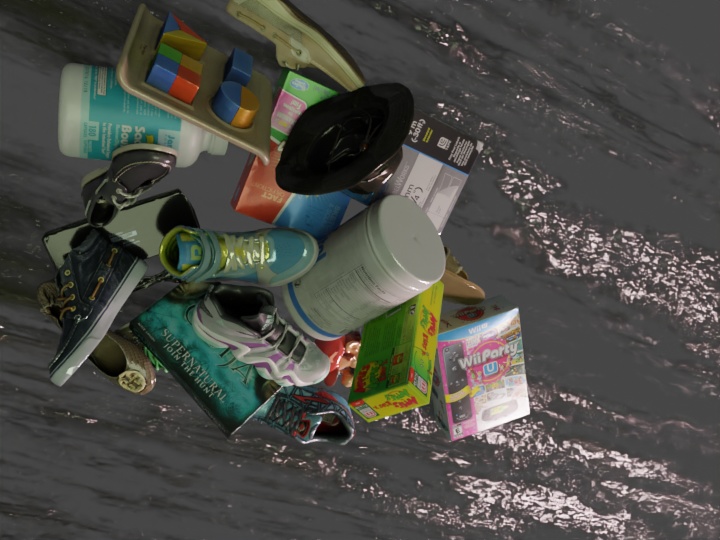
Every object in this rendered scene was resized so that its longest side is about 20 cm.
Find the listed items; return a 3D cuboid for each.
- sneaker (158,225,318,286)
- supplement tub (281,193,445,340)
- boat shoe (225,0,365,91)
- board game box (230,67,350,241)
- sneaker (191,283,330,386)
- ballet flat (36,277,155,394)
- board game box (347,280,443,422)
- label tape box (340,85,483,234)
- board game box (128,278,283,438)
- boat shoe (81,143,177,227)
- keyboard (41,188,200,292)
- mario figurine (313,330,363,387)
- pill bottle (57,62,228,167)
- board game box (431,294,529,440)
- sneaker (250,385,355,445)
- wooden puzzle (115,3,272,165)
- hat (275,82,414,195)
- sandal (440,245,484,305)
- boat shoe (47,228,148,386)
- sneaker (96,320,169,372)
[{"bbox_3d":[-0.160,-0.019,0.968,0.198,0.130,0.080,-6,85,15],"label":"sneaker"},{"bbox_3d":[0.000,0.000,1.027,0.132,0.133,0.199,38,130,-25],"label":"supplement tub"},{"bbox_3d":[-0.081,-0.290,0.979,0.199,0.072,0.065,39,107,-8],"label":"boat shoe"},{"bbox_3d":[-0.072,-0.153,1.058,0.152,0.040,0.202,18,103,-23],"label":"board game box"},{"bbox_3d":[-0.116,0.078,0.983,0.198,0.140,0.078,24,59,-11],"label":"sneaker"},{"bbox_3d":[-0.352,0.093,1.013,0.067,0.046,0.200,-38,99,16],"label":"ballet flat"},{"bbox_3d":[0.051,0.096,1.035,0.101,0.201,0.048,-25,126,34],"label":"board game box"},{"bbox_3d":[0.051,-0.149,1.046,0.199,0.063,0.145,19,102,-32],"label":"label tape box"},{"bbox_3d":[-0.195,0.106,1.038,0.200,0.028,0.135,47,58,3],"label":"board game box"},{"bbox_3d":[-0.280,-0.100,0.930,0.072,0.199,0.063,10,72,-41],"label":"boat shoe"},{"bbox_3d":[-0.312,-0.025,1.041,0.198,0.021,0.128,-19,111,-9],"label":"keyboard"},{"bbox_3d":[0.014,0.134,1.147,0.198,0.106,0.124,-8,139,-25],"label":"mario figurine"},{"bbox_3d":[-0.264,-0.187,0.946,0.198,0.111,0.112,3,108,-18],"label":"pill bottle"},{"bbox_3d":[0.187,0.158,1.242,0.146,0.064,0.202,-17,113,-12],"label":"board game box"},{"bbox_3d":[-0.093,0.211,1.153,0.198,0.096,0.080,16,103,-22],"label":"sneaker"},{"bbox_3d":[-0.182,-0.232,0.916,0.199,0.186,0.046,28,123,-26],"label":"wooden puzzle"},{"bbox_3d":[-0.007,-0.146,0.967,0.200,0.201,0.081,-41,132,0],"label":"hat"},{"bbox_3d":[0.119,-0.008,1.155,0.211,0.077,0.070,21,64,-42],"label":"sandal"},{"bbox_3d":[-0.354,0.043,0.961,0.091,0.201,0.071,37,139,-17],"label":"boat shoe"},{"bbox_3d":[-0.264,0.112,1.066,0.198,0.089,0.078,-9,112,-14],"label":"sneaker"}]
